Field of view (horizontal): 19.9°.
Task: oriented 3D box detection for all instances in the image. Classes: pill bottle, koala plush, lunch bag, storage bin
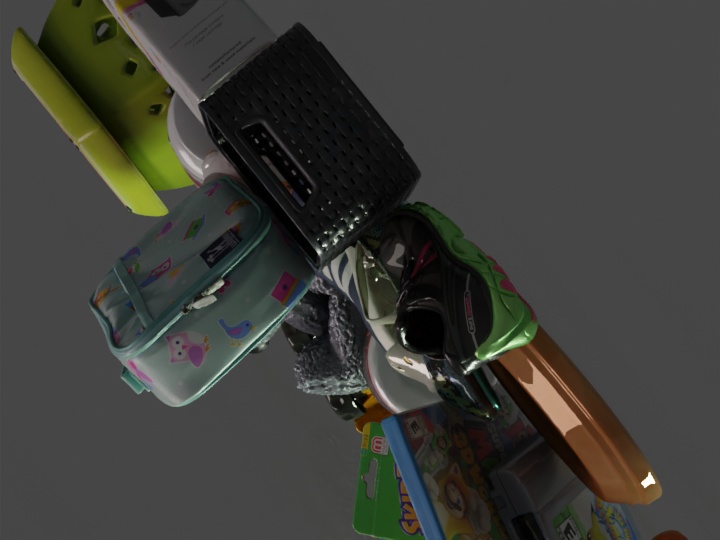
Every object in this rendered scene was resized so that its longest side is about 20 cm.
[{"bbox_3d":[0.057,0.075,1.753,0.111,0.110,0.200,51,176,1],"label":"pill bottle"},{"bbox_3d":[-0.116,-0.128,1.854,0.114,0.114,0.200,50,176,3],"label":"pill bottle"},{"bbox_3d":[-0.090,0.009,1.890,0.178,0.198,0.185,-68,-34,-58],"label":"koala plush"},{"bbox_3d":[-0.123,0.014,1.518,0.077,0.160,0.200,51,177,-19],"label":"lunch bag"},{"bbox_3d":[-0.036,-0.084,1.466,0.136,0.094,0.200,51,176,2],"label":"storage bin"}]

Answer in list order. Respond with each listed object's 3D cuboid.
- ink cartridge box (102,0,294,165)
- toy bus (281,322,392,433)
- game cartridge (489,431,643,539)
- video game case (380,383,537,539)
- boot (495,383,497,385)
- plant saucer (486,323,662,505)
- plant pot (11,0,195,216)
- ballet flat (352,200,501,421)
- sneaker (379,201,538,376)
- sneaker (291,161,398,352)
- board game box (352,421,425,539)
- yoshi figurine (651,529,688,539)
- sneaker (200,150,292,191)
[{"bbox_3d":[-0.133,-0.191,1.667,0.200,0.085,0.148,48,175,28],"label":"ink cartridge box"},{"bbox_3d":[-0.003,0.034,2.127,0.201,0.135,0.193,56,-170,-34],"label":"toy bus"},{"bbox_3d":[0.175,0.220,1.575,0.201,0.040,0.133,64,-151,-2],"label":"game cartridge"},{"bbox_3d":[0.100,0.163,1.557,0.199,0.018,0.144,-10,-105,-56],"label":"video game case"},{"bbox_3d":[0.097,0.167,2.004,0.070,0.131,0.200,50,176,-1],"label":"boot"},{"bbox_3d":[0.142,0.096,1.491,0.201,0.037,0.200,50,176,5],"label":"plant saucer"},{"bbox_3d":[-0.218,-0.185,2.035,0.200,0.181,0.199,47,175,33],"label":"plant pot"},{"bbox_3d":[0.041,0.038,1.556,0.201,0.074,0.074,66,-176,28],"label":"ballet flat"},{"bbox_3d":[0.049,0.013,1.431,0.077,0.084,0.200,53,176,-26],"label":"sneaker"},{"bbox_3d":[0.000,0.000,1.654,0.085,0.074,0.201,-51,55,47],"label":"sneaker"},{"bbox_3d":[0.094,0.183,1.676,0.198,0.097,0.030,8,-174,13],"label":"board game box"},{"bbox_3d":[0.273,0.282,1.490,0.201,0.111,0.113,-113,32,-45],"label":"yoshi figurine"},{"bbox_3d":[-0.052,-0.024,1.737,0.198,0.093,0.076,21,155,-9],"label":"sneaker"}]
